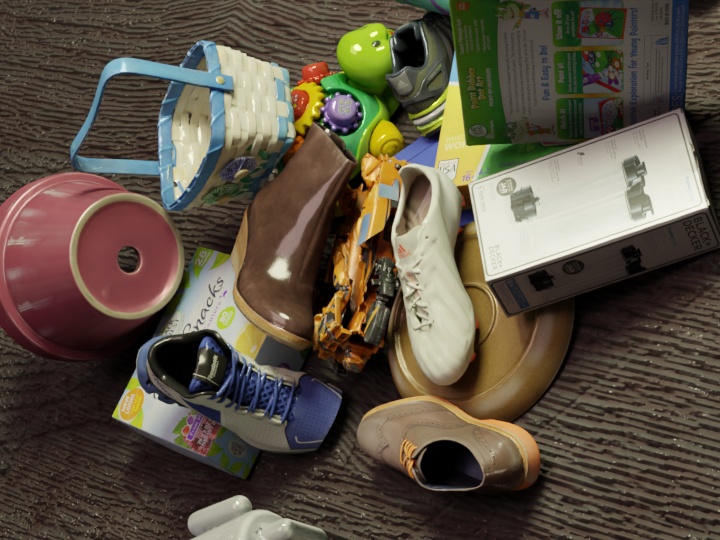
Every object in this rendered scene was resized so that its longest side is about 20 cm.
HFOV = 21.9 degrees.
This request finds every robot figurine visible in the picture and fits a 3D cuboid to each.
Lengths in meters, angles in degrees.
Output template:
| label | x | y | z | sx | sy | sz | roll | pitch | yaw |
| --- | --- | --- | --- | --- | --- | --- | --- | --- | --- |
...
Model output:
| label | x | y | z | sx | sy | sz | roll | pitch | yaw |
| --- | --- | --- | --- | --- | --- | --- | --- | --- | --- |
| robot figurine | -0.118 | 0.288 | 1.670 | 0.199 | 0.113 | 0.171 | -29 | 53 | 28 |
| robot figurine | 0.000 | 0.000 | 1.744 | 0.145 | 0.058 | 0.202 | 131 | 152 | -61 |

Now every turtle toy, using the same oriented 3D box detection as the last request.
| label | x | y | z | sx | sy | sz | roll | pitch | yaw |
| --- | --- | --- | --- | --- | --- | --- | --- | --- | --- |
| turtle toy | -0.025 | -0.162 | 1.893 | 0.200 | 0.101 | 0.146 | -47 | 41 | 10 |

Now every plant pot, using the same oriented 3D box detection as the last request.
| label | x | y | z | sx | sy | sz | roll | pitch | yaw |
| --- | --- | --- | --- | --- | --- | --- | --- | --- | --- |
| plant pot | -0.275 | -0.008 | 1.929 | 0.178 | 0.199 | 0.202 | -10 | 56 | 60 |
| plant pot | 0.099 | 0.046 | 1.661 | 0.199 | 0.027 | 0.202 | -15 | 65 | 34 |

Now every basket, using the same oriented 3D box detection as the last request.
| label | x | y | z | sx | sy | sz | roll | pitch | yaw |
| --- | --- | --- | --- | --- | --- | --- | --- | --- | --- |
| basket | -0.172 | -0.143 | 1.820 | 0.177 | 0.198 | 0.140 | 127 | 145 | -55 |

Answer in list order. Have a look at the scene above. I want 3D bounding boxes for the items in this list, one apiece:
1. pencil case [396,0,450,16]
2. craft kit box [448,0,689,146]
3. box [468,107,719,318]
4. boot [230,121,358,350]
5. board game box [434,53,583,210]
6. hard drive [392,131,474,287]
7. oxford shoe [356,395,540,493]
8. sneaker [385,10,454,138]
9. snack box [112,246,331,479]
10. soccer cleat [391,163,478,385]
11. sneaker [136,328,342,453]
| label | x | y | z | sx | sy | sz | roll | pitch | yaw |
| --- | --- | --- | --- | --- | --- | --- | --- | --- | --- |
| pencil case | 0.096 | -0.281 | 1.778 | 0.199 | 0.092 | 0.086 | 28 | 103 | 49 |
| craft kit box | 0.178 | -0.182 | 1.577 | 0.195 | 0.201 | 0.049 | -3 | 56 | 6 |
| box | 0.200 | -0.048 | 1.587 | 0.198 | 0.060 | 0.117 | -20 | 49 | 14 |
| boot | -0.056 | -0.036 | 1.748 | 0.167 | 0.072 | 0.200 | -56 | 31 | 17 |
| board game box | 0.153 | -0.158 | 1.737 | 0.152 | 0.040 | 0.202 | -8 | 55 | 30 |
| hard drive | 0.082 | -0.052 | 1.772 | 0.131 | 0.025 | 0.201 | -34 | 45 | 24 |
| oxford shoe | 0.059 | 0.152 | 1.603 | 0.199 | 0.072 | 0.072 | 3 | 100 | 46 |
| sneaker | 0.073 | -0.229 | 1.847 | 0.073 | 0.081 | 0.201 | -23 | 38 | 31 |
| snack box | -0.140 | 0.089 | 1.862 | 0.168 | 0.068 | 0.201 | 16 | 74 | 48 |
| soccer cleat | 0.058 | 0.002 | 1.641 | 0.069 | 0.077 | 0.202 | -18 | 63 | 32 |
| sneaker | -0.118 | 0.110 | 1.719 | 0.115 | 0.197 | 0.081 | 112 | 178 | -80 |
